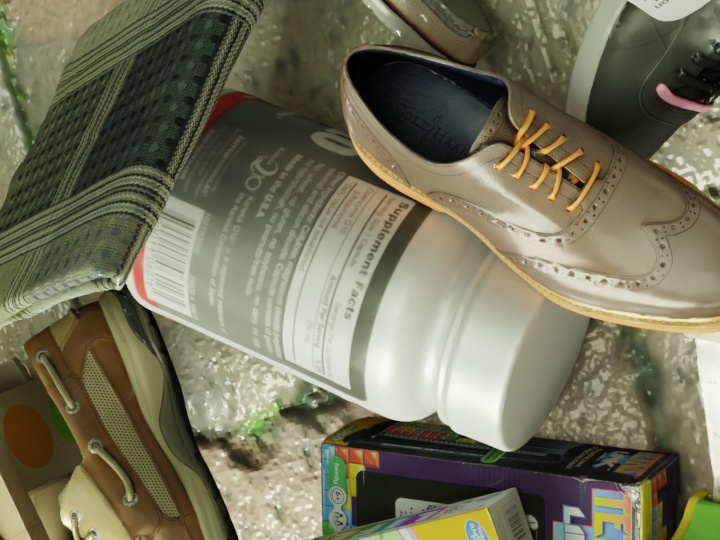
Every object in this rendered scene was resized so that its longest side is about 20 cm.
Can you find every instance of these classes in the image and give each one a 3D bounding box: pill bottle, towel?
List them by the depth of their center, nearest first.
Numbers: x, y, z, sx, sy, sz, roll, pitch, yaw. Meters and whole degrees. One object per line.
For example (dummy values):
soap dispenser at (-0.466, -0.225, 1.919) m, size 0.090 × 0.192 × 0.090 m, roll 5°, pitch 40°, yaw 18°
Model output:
towel at (-0.112, -0.058, 0.959) m, size 0.035 × 0.193 × 0.200 m, roll 31°, pitch 157°, yaw -23°
pill bottle at (0.000, 0.000, 0.961) m, size 0.200 × 0.114 × 0.114 m, roll 23°, pitch 110°, yaw 22°

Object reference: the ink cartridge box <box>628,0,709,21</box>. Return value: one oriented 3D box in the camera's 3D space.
ink cartridge box at (0.126, -0.224, 0.825) m, size 0.145 × 0.083 × 0.200 m, roll -32°, pitch 61°, yaw 29°

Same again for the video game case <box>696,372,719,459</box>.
video game case at (0.243, 0.127, 0.869) m, size 0.182 × 0.023 × 0.200 m, roll -10°, pitch 102°, yaw 48°

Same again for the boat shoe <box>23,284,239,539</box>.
boat shoe at (-0.106, 0.106, 0.997) m, size 0.074 × 0.076 × 0.200 m, roll -21°, pitch 67°, yaw -4°

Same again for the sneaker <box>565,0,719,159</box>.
sneaker at (0.163, -0.101, 0.863) m, size 0.099 × 0.071 × 0.200 m, roll 48°, pitch 116°, yaw 37°

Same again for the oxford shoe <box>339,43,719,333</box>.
oxford shoe at (0.074, -0.034, 0.859) m, size 0.200 × 0.073 × 0.071 m, roll 26°, pitch 82°, yaw 18°

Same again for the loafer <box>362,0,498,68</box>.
loafer at (0.001, -0.179, 0.951) m, size 0.063 × 0.072 × 0.200 m, roll -44°, pitch 76°, yaw 21°

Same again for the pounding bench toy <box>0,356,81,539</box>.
pounding bench toy at (-0.214, 0.132, 1.079) m, size 0.200 × 0.156 × 0.124 m, roll -28°, pitch 87°, yaw 30°

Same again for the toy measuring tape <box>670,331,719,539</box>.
toy measuring tape at (0.145, 0.118, 0.896) m, size 0.073 × 0.074 × 0.200 m, roll 1°, pitch 112°, yaw 28°

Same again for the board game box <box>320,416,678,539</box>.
board game box at (0.065, 0.179, 0.997) m, size 0.165 × 0.057 × 0.201 m, roll 5°, pitch 103°, yaw 25°

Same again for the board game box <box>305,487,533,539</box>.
board game box at (0.040, 0.213, 0.966) m, size 0.134 × 0.034 × 0.200 m, roll -18°, pitch 92°, yaw 29°
